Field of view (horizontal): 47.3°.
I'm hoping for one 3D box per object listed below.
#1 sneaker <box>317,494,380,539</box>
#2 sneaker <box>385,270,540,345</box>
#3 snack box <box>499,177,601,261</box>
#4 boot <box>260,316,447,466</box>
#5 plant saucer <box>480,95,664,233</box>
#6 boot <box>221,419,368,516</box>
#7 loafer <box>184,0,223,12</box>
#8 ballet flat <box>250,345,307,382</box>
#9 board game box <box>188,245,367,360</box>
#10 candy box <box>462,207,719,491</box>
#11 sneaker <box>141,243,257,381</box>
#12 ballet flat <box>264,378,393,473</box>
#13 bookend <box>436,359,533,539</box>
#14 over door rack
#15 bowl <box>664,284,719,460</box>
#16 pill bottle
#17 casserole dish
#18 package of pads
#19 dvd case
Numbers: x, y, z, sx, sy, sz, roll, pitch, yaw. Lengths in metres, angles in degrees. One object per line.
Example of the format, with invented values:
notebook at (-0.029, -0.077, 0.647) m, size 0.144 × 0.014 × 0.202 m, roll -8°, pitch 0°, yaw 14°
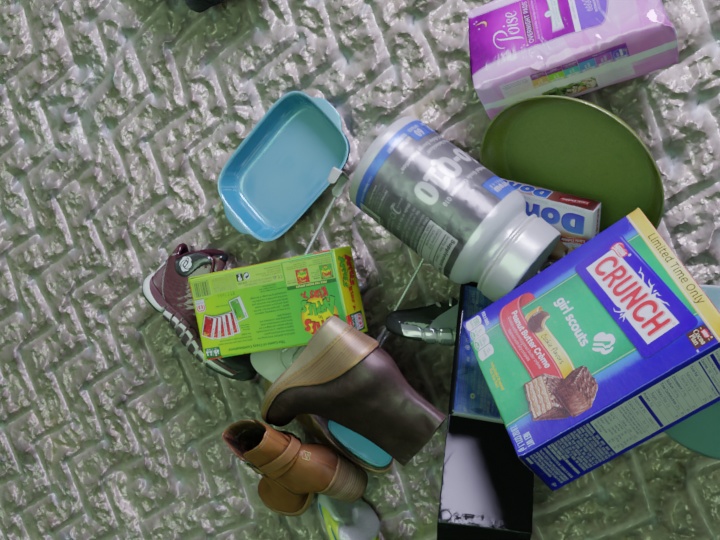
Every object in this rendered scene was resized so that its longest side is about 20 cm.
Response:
sneaker at (-0.010, 0.368, 1.023) m, size 0.105 × 0.076 × 0.200 m, roll -47°, pitch 68°, yaw 32°
sneaker at (0.130, 0.027, 0.919) m, size 0.199 × 0.075 × 0.116 m, roll 5°, pitch 90°, yaw 0°
snack box at (0.160, -0.062, 0.890) m, size 0.200 × 0.024 × 0.072 m, roll 19°, pitch 130°, yaw 32°
boot at (-0.015, 0.159, 0.904) m, size 0.166 × 0.072 × 0.200 m, roll 43°, pitch 131°, yaw 7°
plant saucer at (0.218, -0.098, 0.847) m, size 0.200 × 0.031 × 0.200 m, roll 28°, pitch 145°, yaw 22°
boot at (-0.106, 0.235, 0.983) m, size 0.200 × 0.155 × 0.077 m, roll -15°, pitch 50°, yaw 52°
loafer at (-0.190, -0.354, 1.015) m, size 0.200 × 0.068 × 0.071 m, roll 17°, pitch 110°, yaw 25°
ballet flat at (-0.037, 0.126, 0.992) m, size 0.200 × 0.069 × 0.070 m, roll 27°, pitch 106°, yaw 5°
board game box at (-0.099, 0.039, 0.962) m, size 0.199 × 0.048 × 0.102 m, roll -10°, pitch 93°, yaw 25°
candy box at (0.211, 0.068, 0.730) m, size 0.200 × 0.077 × 0.169 m, roll -34°, pitch 39°, yaw 14°
sneaker at (-0.188, 0.042, 1.057) m, size 0.200 × 0.076 × 0.116 m, roll 41°, pitch 107°, yaw 14°
ballet flat at (-0.041, 0.186, 1.029) m, size 0.200 × 0.069 × 0.063 m, roll 42°, pitch 136°, yaw 16°
bookend at (0.139, 0.224, 0.912) m, size 0.092 × 0.199 × 0.201 m, roll 5°, pitch 54°, yaw 8°
over door rack at (0.000, 0.000, 0.976) m, size 0.147 × 0.067 × 0.200 m, roll 30°, pitch 107°, yaw 17°
bowl at (0.353, 0.107, 0.794) m, size 0.200 × 0.201 × 0.105 m, roll 14°, pitch 122°, yaw 20°
pill bottle at (0.096, -0.059, 0.844) m, size 0.200 × 0.114 × 0.114 m, roll 38°, pitch 109°, yaw 15°
casserole dish at (-0.091, -0.127, 1.015) m, size 0.121 × 0.039 × 0.200 m, roll 48°, pitch 112°, yaw 10°
package of pads at (0.210, -0.240, 0.837) m, size 0.199 × 0.076 × 0.121 m, roll -15°, pitch 56°, yaw 23°
dvd case at (0.195, 0.094, 0.853) m, size 0.199 × 0.018 × 0.143 m, roll 10°, pitch 68°, yaw -4°
